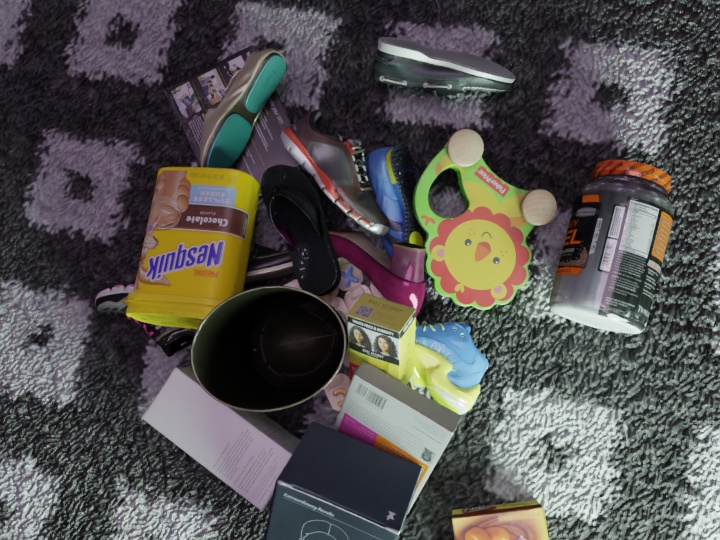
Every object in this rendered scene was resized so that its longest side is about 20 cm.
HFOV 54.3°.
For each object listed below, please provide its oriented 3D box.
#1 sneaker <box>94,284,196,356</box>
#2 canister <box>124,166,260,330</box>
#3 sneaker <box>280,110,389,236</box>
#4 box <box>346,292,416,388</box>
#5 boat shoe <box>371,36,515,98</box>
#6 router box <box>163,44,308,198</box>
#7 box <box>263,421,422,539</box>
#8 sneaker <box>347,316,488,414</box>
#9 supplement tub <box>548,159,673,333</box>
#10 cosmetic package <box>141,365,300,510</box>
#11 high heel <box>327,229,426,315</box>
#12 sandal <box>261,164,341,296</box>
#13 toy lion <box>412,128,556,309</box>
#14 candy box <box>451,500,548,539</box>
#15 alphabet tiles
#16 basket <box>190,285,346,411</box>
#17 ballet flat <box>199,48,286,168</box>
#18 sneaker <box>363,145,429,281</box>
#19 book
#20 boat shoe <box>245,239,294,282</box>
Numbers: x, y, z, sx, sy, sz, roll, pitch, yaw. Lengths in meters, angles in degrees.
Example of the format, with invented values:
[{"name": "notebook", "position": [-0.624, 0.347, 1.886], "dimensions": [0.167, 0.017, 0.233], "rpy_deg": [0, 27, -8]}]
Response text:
[{"name": "sneaker", "position": [-0.280, 0.074, 0.982], "dimensions": [0.199, 0.074, 0.088], "rpy_deg": [8, 76, 4]}, {"name": "canister", "position": [-0.215, -0.029, 0.921], "dimensions": [0.148, 0.087, 0.201], "rpy_deg": [3, 75, 13]}, {"name": "sneaker", "position": [-0.020, -0.134, 0.932], "dimensions": [0.082, 0.077, 0.200], "rpy_deg": [-42, 83, 5]}, {"name": "box", "position": [0.026, 0.127, 0.873], "dimensions": [0.075, 0.201, 0.050], "rpy_deg": [17, 41, 22]}, {"name": "boat shoe", "position": [0.115, -0.277, 0.991], "dimensions": [0.199, 0.076, 0.061], "rpy_deg": [15, 122, 0]}, {"name": "router box", "position": [-0.176, -0.204, 1.021], "dimensions": [0.149, 0.051, 0.201], "rpy_deg": [-26, 79, 1]}, {"name": "box", "position": [-0.029, 0.309, 0.849], "dimensions": [0.148, 0.107, 0.201], "rpy_deg": [21, 124, 10]}, {"name": "sneaker", "position": [0.082, 0.095, 0.931], "dimensions": [0.200, 0.076, 0.105], "rpy_deg": [39, 71, 5]}, {"name": "supplement tub", "position": [0.322, -0.030, 0.894], "dimensions": [0.122, 0.123, 0.201], "rpy_deg": [16, 83, 10]}, {"name": "cosmetic package", "position": [-0.173, 0.216, 0.931], "dimensions": [0.200, 0.108, 0.085], "rpy_deg": [32, 88, 13]}, {"name": "high heel", "position": [0.000, 0.000, 0.944], "dimensions": [0.199, 0.067, 0.097], "rpy_deg": [16, 104, 42]}, {"name": "sandal", "position": [-0.082, -0.062, 0.928], "dimensions": [0.075, 0.048, 0.201], "rpy_deg": [-32, 69, 16]}, {"name": "toy lion", "position": [0.150, -0.056, 0.939], "dimensions": [0.200, 0.069, 0.192], "rpy_deg": [39, 90, -2]}, {"name": "candy box", "position": [0.186, 0.402, 0.882], "dimensions": [0.116, 0.056, 0.201], "rpy_deg": [-9, 82, 5]}, {"name": "alphabet tiles", "position": [-0.024, 0.085, 0.978], "dimensions": [0.199, 0.015, 0.196], "rpy_deg": [-26, 79, 3]}, {"name": "basket", "position": [-0.089, 0.091, 0.871], "dimensions": [0.179, 0.200, 0.137], "rpy_deg": [-13, 85, 8]}, {"name": "ballet flat", "position": [-0.174, -0.221, 0.971], "dimensions": [0.069, 0.069, 0.201], "rpy_deg": [30, 82, 11]}, {"name": "sneaker", "position": [0.047, -0.070, 0.976], "dimensions": [0.078, 0.066, 0.201], "rpy_deg": [-12, 89, 41]}, {"name": "book", "position": [0.027, 0.220, 0.871], "dimensions": [0.133, 0.048, 0.201], "rpy_deg": [29, 129, 11]}, {"name": "boat shoe", "position": [-0.162, -0.015, 0.981], "dimensions": [0.199, 0.072, 0.068], "rpy_deg": [-9, 84, 8]}]
